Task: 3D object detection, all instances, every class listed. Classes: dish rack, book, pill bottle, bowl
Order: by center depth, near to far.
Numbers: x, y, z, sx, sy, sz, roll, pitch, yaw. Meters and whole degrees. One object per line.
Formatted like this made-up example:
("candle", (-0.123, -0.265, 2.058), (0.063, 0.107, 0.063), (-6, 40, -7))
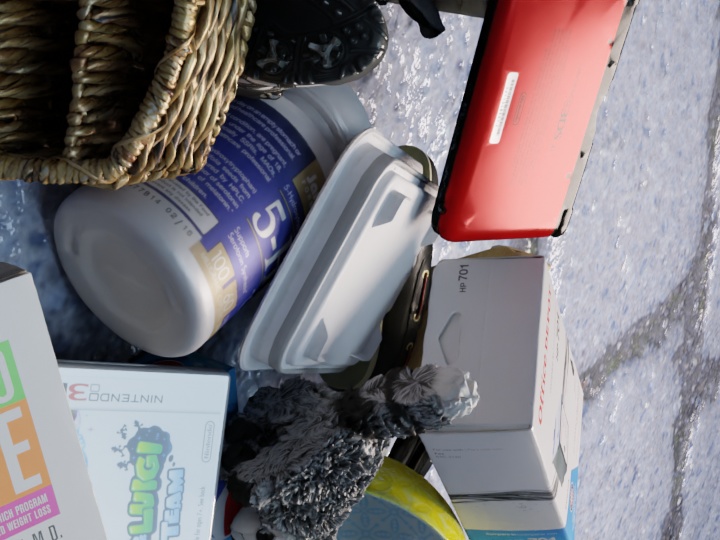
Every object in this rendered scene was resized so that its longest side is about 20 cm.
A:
("book", (-0.221, 0.112, 0.713), (0.134, 0.048, 0.200), (-24, 111, -31))
("pill bottle", (-0.084, -0.049, 0.830), (0.200, 0.120, 0.120), (-45, 138, -36))
("dish rack", (0.000, 0.000, 0.878), (0.172, 0.044, 0.200), (-62, 166, 3))
("bowl", (-0.003, 0.207, 1.033), (0.108, 0.200, 0.200), (-70, 157, -54))

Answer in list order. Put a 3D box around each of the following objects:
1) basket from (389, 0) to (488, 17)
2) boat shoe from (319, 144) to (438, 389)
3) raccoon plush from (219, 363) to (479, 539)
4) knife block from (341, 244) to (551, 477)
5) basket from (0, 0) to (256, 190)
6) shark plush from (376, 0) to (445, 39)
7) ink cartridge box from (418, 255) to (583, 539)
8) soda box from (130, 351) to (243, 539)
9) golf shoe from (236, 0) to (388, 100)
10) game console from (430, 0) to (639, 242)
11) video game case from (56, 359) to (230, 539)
("basket", (0.078, -0.280, 0.941), (0.123, 0.135, 0.200), (-25, 125, -59))
("boat shoe", (0.021, -0.001, 1.051), (0.063, 0.074, 0.202), (8, 98, -54))
("raccoon plush", (-0.002, 0.147, 0.867), (0.134, 0.200, 0.097), (62, 32, -35))
("knife block", (0.070, 0.087, 1.084), (0.064, 0.200, 0.176), (12, 65, -58))
("basket", (-0.148, -0.144, 0.667), (0.149, 0.143, 0.200), (-8, 111, -56))
("shark plush", (0.017, -0.245, 0.852), (0.091, 0.083, 0.200), (-75, 147, -75))
("ink cartridge box", (0.109, 0.104, 0.973), (0.200, 0.086, 0.147), (67, 27, -52))
("soda box", (-0.124, 0.156, 0.910), (0.064, 0.068, 0.200), (-33, 130, -45))
("golf shoe", (-0.052, -0.139, 0.758), (0.094, 0.200, 0.078), (20, 87, -52))
("game console", (0.113, -0.135, 0.924), (0.172, 0.119, 0.200), (-4, 119, -34))
("video game case", (-0.174, 0.154, 0.788), (0.182, 0.024, 0.200), (6, 93, -32))
